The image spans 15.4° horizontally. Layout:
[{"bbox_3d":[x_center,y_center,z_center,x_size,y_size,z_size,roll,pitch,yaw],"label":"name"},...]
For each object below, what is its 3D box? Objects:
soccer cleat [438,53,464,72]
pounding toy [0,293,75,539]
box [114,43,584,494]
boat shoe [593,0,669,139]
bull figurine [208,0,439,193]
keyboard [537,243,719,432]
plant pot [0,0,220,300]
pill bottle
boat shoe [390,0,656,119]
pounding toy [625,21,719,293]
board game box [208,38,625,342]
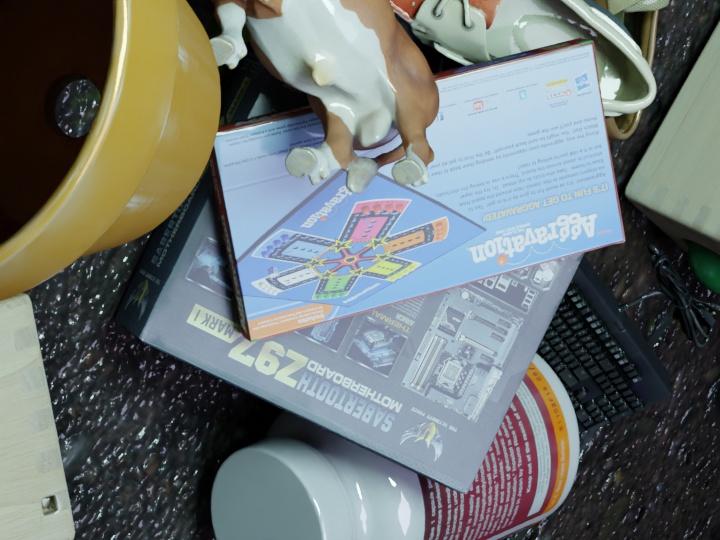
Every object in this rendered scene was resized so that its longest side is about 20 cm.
[{"bbox_3d":[0.071,-0.079,1.414,0.086,0.070,0.201,0,112,-42],"label":"soccer cleat"},{"bbox_3d":[-0.228,0.094,1.073,0.183,0.199,0.143,-16,98,-44],"label":"pounding toy"},{"bbox_3d":[0.000,0.000,1.319,0.199,0.051,0.159,26,90,-22],"label":"box"},{"bbox_3d":[0.141,-0.165,1.448,0.075,0.074,0.201,-23,129,-42],"label":"boat shoe"},{"bbox_3d":[-0.031,-0.119,1.188,0.065,0.122,0.200,-32,117,25],"label":"bull figurine"},{"bbox_3d":[0.146,0.033,1.581,0.127,0.021,0.200,-30,144,9],"label":"keyboard"},{"bbox_3d":[-0.145,-0.079,1.061,0.201,0.199,0.183,-65,160,4],"label":"plant pot"},{"bbox_3d":[0.018,0.110,1.440,0.199,0.113,0.114,-18,126,-45],"label":"pill bottle"},{"bbox_3d":[0.061,-0.132,1.320,0.199,0.063,0.072,29,92,-26],"label":"boat shoe"},{"bbox_3d":[0.278,-0.038,1.633,0.201,0.142,0.184,-60,144,-3],"label":"pounding toy"},{"bbox_3d":[0.028,-0.040,1.284,0.199,0.019,0.104,-14,103,-17],"label":"board game box"}]
